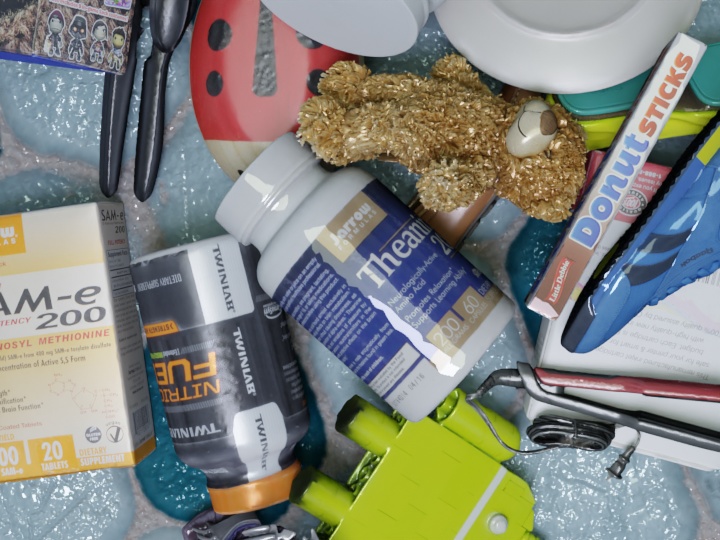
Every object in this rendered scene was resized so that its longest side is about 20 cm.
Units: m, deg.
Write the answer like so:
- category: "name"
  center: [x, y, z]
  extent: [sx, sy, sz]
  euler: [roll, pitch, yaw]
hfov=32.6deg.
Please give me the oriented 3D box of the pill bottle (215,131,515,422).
- category: "pill bottle"
  center: [0.000, 0.000, 0.850]
  extent: [0.200, 0.111, 0.111]
  euler: [42, 96, 3]

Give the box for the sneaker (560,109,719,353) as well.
- category: "sneaker"
  center: [0.215, -0.013, 0.820]
  extent: [0.078, 0.066, 0.200]
  euler: [38, 94, 0]

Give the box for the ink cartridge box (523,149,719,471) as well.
- category: "ink cartridge box"
  center: [0.211, 0.026, 0.897]
  extent: [0.147, 0.086, 0.201]
  euler: [15, 95, 4]

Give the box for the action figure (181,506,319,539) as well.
- category: "action figure"
  center: [-0.064, 0.233, 0.886]
  extent: [0.069, 0.200, 0.131]
  euler: [-15, 102, -32]

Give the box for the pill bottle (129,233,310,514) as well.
- category: "pill bottle"
  center: [-0.098, 0.076, 0.918]
  extent: [0.106, 0.106, 0.201]
  euler: [-14, 92, 6]

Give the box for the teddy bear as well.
- category: "teddy bear"
  center: [0.056, -0.098, 0.827]
  extent: [0.199, 0.145, 0.067]
  euler: [26, 127, 22]

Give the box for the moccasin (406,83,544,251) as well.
- category: "moccasin"
  center: [0.066, -0.071, 0.916]
  extent: [0.078, 0.074, 0.202]
  euler: [34, 106, -6]

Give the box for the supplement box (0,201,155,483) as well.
- category: "supplement box"
  center: [-0.237, 0.054, 0.946]
  extent: [0.125, 0.074, 0.201]
  euler: [-8, 92, 5]

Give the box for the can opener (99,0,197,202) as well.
- category: "can opener"
  center: [-0.169, -0.151, 0.935]
  extent: [0.063, 0.079, 0.201]
  euler: [15, 104, -4]

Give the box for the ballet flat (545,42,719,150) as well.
- category: "ballet flat"
  center: [0.230, -0.122, 0.894]
  extent: [0.199, 0.067, 0.067]
  euler: [-8, 56, -2]

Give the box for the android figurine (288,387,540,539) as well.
- category: "android figurine"
  center: [0.050, 0.181, 0.914]
  extent: [0.200, 0.041, 0.182]
  euler: [36, 87, -18]

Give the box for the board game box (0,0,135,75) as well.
- category: "board game box"
  center: [-0.246, -0.255, 0.890]
  extent: [0.159, 0.097, 0.201]
  euler: [11, 95, 28]

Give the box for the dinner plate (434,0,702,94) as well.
- category: "dinner plate"
  center: [0.147, -0.221, 0.882]
  extent: [0.199, 0.024, 0.201]
  euler: [-2, 70, 6]

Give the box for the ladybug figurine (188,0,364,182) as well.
- category: "ladybug figurine"
  center: [-0.066, -0.154, 0.918]
  extent: [0.135, 0.072, 0.201]
  euler: [-3, 93, 6]

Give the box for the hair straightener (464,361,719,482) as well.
- category: "hair straightener"
  center: [0.170, 0.108, 0.842]
  extent: [0.199, 0.041, 0.077]
  euler: [6, 94, 4]

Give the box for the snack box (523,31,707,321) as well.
- category: "snack box"
  center: [0.168, -0.060, 0.820]
  extent: [0.024, 0.072, 0.201]
  euler: [29, 94, 4]

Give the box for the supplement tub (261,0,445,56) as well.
- category: "supplement tub"
  center: [0.017, -0.264, 0.841]
  extent: [0.144, 0.145, 0.201]
  euler: [21, 73, 4]
